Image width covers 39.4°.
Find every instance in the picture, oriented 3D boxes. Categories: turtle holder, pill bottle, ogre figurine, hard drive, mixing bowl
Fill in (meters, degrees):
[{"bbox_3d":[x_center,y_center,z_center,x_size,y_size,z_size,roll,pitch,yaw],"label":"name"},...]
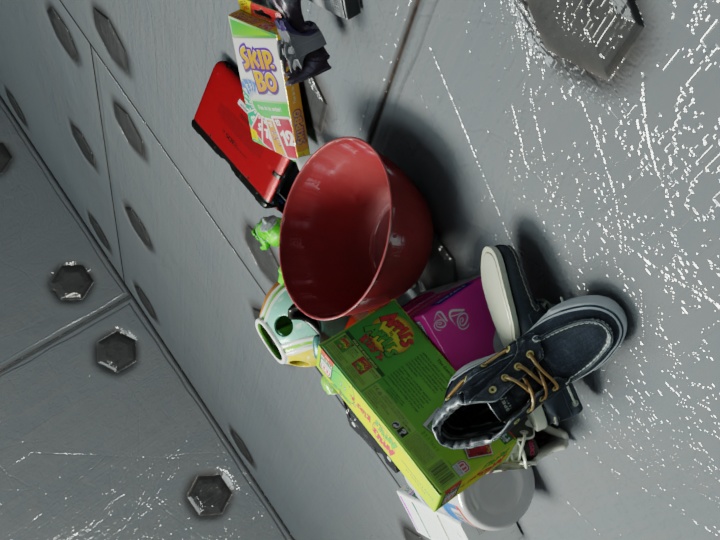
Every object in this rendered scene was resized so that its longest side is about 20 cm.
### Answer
[{"bbox_3d":[-0.075,0.092,1.523,0.186,0.132,0.141,63,159,-12],"label":"turtle holder"},{"bbox_3d":[0.132,0.269,1.322,0.112,0.112,0.200,62,160,-9],"label":"pill bottle"},{"bbox_3d":[-0.075,-0.013,1.408,0.200,0.098,0.120,59,175,13],"label":"ogre figurine"},{"bbox_3d":[0.018,0.219,1.627,0.140,0.038,0.200,39,153,42],"label":"hard drive"},{"bbox_3d":[0.008,-0.039,1.119,0.200,0.108,0.201,-14,71,48],"label":"mixing bowl"}]

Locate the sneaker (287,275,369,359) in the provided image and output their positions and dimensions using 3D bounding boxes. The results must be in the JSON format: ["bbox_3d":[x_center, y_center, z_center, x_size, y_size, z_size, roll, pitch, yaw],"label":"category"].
[{"bbox_3d":[-0.008,0.097,1.153,0.200,0.080,0.071,49,157,27],"label":"sneaker"}]

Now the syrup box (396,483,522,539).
[{"bbox_3d":[0.140,0.353,1.471,0.082,0.079,0.200,63,160,-14],"label":"syrup box"}]

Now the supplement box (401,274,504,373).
[{"bbox_3d":[0.096,0.079,1.151,0.104,0.101,0.200,60,159,-4],"label":"supplement box"}]

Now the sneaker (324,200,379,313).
[{"bbox_3d":[0.000,0.000,1.230,0.077,0.073,0.200,-17,112,33],"label":"sneaker"}]

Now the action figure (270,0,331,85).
[{"bbox_3d":[-0.084,-0.294,1.018,0.130,0.069,0.200,35,146,66],"label":"action figure"}]

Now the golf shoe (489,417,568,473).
[{"bbox_3d":[0.142,0.185,1.091,0.088,0.200,0.077,2,97,45],"label":"golf shoe"}]

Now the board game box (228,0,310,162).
[{"bbox_3d":[-0.115,-0.238,1.264,0.095,0.030,0.200,30,139,37],"label":"board game box"}]

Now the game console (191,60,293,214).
[{"bbox_3d":[-0.140,-0.180,1.454,0.200,0.119,0.173,47,126,27],"label":"game console"}]

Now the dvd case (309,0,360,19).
[{"bbox_3d":[-0.076,-0.358,1.039,0.200,0.025,0.151,39,152,42],"label":"dvd case"}]

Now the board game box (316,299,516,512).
[{"bbox_3d":[0.054,0.135,1.034,0.200,0.101,0.048,49,154,23],"label":"board game box"}]

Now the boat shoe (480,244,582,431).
[{"bbox_3d":[0.172,0.062,0.998,0.075,0.062,0.201,-133,23,-79],"label":"boat shoe"}]

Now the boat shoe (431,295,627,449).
[{"bbox_3d":[0.155,0.101,0.924,0.200,0.091,0.071,-36,98,31],"label":"boat shoe"}]

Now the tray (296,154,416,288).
[{"bbox_3d":[-0.010,-0.056,1.263,0.107,0.022,0.200,-7,116,41],"label":"tray"}]
